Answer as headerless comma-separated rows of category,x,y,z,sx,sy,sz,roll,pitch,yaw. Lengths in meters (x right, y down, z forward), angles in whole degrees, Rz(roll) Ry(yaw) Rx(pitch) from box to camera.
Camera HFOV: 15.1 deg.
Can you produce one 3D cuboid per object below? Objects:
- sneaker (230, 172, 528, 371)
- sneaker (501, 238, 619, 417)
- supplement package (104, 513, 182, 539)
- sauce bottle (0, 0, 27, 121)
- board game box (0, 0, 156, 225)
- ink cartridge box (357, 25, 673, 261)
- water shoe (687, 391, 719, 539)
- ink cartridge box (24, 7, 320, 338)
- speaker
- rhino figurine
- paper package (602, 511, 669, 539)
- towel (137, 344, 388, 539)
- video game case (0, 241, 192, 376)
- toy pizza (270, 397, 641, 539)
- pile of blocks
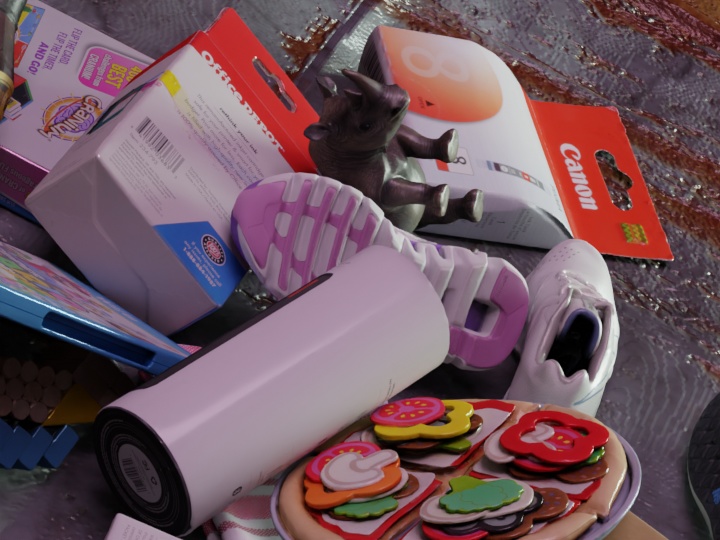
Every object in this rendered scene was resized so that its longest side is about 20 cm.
sneaker,0.000,0.000,1.606,0.199,0.081,0.088,24,-2,-31
sneaker,0.130,0.041,1.643,0.074,0.087,0.200,20,37,-5
supplement package,-0.057,0.229,1.292,0.199,0.122,0.120,22,37,-2
sauce bottle,-0.236,-0.098,1.564,0.066,0.066,0.201,21,65,-5
board game box,-0.230,-0.116,1.666,0.199,0.040,0.153,28,38,3
ink cartridge box,0.108,-0.084,1.807,0.199,0.050,0.163,5,42,-19
water shoe,0.245,0.144,1.618,0.079,0.071,0.201,41,29,-26
ink cartridge box,-0.102,-0.060,1.615,0.116,0.067,0.200,51,36,-13
speaker,-0.045,0.063,1.474,0.200,0.081,0.081,-32,63,-33
rhino figurine,0.014,-0.061,1.633,0.087,0.200,0.060,6,62,19
paper package,0.136,0.235,1.407,0.200,0.104,0.191,34,37,13
towel,-0.029,0.115,1.516,0.146,0.030,0.201,-1,45,-29
video game case,-0.185,0.006,1.456,0.143,0.018,0.200,30,2,35
toy pizza,0.049,0.108,1.447,0.199,0.032,0.200,-6,24,3
pile of blocks,-0.214,0.076,1.450,0.199,0.083,0.062,5,-2,-37
